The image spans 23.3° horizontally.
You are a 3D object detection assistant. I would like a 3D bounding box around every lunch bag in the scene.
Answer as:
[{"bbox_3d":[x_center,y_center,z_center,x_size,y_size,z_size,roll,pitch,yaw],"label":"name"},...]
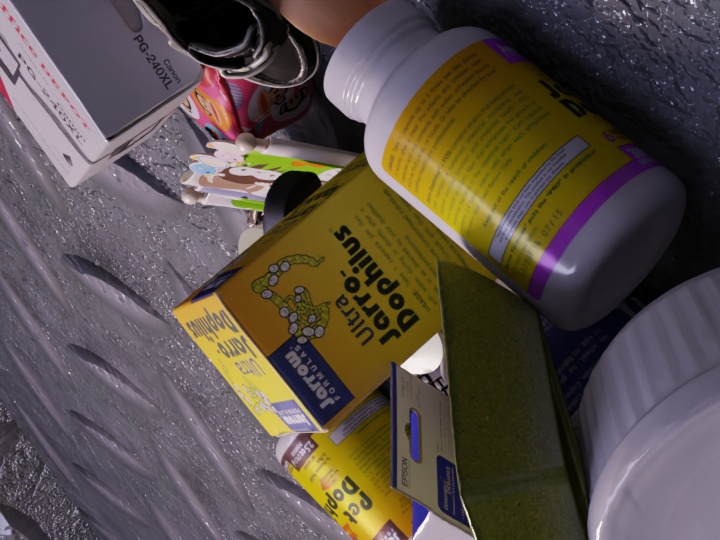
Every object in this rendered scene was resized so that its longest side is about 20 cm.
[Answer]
[{"bbox_3d":[-0.118,-0.190,1.192,0.176,0.082,0.200,43,161,30],"label":"lunch bag"}]

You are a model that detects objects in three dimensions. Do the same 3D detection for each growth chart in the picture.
[{"bbox_3d":[-0.056,-0.066,1.242,0.200,0.145,0.018,156,118,-69],"label":"growth chart"}]

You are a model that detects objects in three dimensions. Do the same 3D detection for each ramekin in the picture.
[{"bbox_3d":[0.198,0.083,0.849,0.094,0.202,0.202,-106,-5,-48],"label":"ramekin"}]

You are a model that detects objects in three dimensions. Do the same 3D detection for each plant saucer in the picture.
[{"bbox_3d":[0.093,0.118,0.906,0.200,0.048,0.200,-92,-15,-57],"label":"plant saucer"}]

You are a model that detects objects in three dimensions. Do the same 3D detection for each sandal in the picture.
[{"bbox_3d":[-0.030,0.029,1.194,0.048,0.075,0.200,10,123,25],"label":"sandal"}]

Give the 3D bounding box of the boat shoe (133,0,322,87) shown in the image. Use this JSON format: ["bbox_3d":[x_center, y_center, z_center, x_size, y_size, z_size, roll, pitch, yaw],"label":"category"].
[{"bbox_3d":[-0.083,-0.147,1.045,0.200,0.071,0.064,32,-146,-54],"label":"boat shoe"}]

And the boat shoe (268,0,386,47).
[{"bbox_3d":[-0.051,-0.219,1.014,0.200,0.070,0.070,51,-161,-30],"label":"boat shoe"}]

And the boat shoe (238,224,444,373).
[{"bbox_3d":[-0.001,0.011,1.260,0.200,0.063,0.071,28,121,37],"label":"boat shoe"}]

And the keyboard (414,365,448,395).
[{"bbox_3d":[0.098,0.076,1.222,0.127,0.021,0.200,50,146,-1],"label":"keyboard"}]

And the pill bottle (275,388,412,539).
[{"bbox_3d":[0.028,0.192,1.526,0.200,0.109,0.109,44,160,14],"label":"pill bottle"}]

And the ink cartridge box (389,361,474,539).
[{"bbox_3d":[0.080,0.141,1.055,0.037,0.095,0.200,-33,127,31],"label":"ink cartridge box"}]

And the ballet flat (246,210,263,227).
[{"bbox_3d":[-0.052,0.005,1.421,0.200,0.046,0.067,74,174,-46],"label":"ballet flat"}]

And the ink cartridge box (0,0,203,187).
[{"bbox_3d":[-0.194,-0.150,1.188,0.145,0.083,0.200,55,164,-4],"label":"ink cartridge box"}]

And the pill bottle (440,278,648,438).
[{"bbox_3d":[0.156,0.085,1.040,0.200,0.120,0.120,43,159,18],"label":"pill bottle"}]

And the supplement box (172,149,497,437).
[{"bbox_3d":[0.000,0.000,1.098,0.110,0.200,0.109,52,160,-7],"label":"supplement box"}]

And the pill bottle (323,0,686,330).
[{"bbox_3d":[0.074,-0.065,0.964,0.200,0.104,0.104,41,159,21],"label":"pill bottle"}]
